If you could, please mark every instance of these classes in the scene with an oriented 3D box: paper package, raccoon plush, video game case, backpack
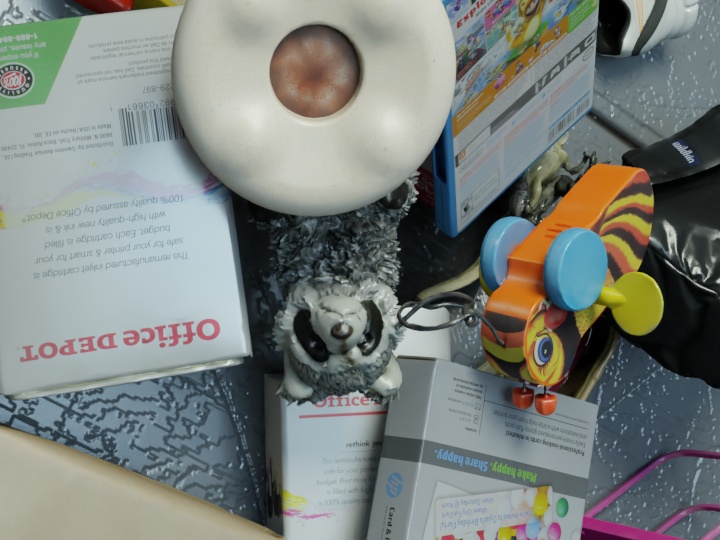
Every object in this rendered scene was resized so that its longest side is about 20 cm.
[{"bbox_3d":[-0.174,0.202,0.766,0.198,0.103,0.193,27,77,-25],"label":"paper package"},{"bbox_3d":[0.000,0.000,0.817,0.200,0.095,0.136,-33,120,-69],"label":"raccoon plush"},{"bbox_3d":[0.092,-0.126,0.795,0.143,0.018,0.201,-42,151,-22],"label":"video game case"},{"bbox_3d":[0.243,-0.024,0.941,0.166,0.127,0.200,39,46,5],"label":"backpack"}]

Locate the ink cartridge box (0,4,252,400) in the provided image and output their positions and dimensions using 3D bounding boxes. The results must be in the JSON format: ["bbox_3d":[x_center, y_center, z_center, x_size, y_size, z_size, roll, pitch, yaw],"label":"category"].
[{"bbox_3d":[-0.147,-0.038,0.774,0.143,0.087,0.203,-8,91,-9],"label":"ink cartridge box"}]

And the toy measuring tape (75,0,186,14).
[{"bbox_3d":[-0.125,-0.176,0.832,0.199,0.073,0.075,30,75,-47],"label":"toy measuring tape"}]

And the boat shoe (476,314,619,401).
[{"bbox_3d":[0.108,0.097,0.932,0.074,0.066,0.201,41,74,-22],"label":"boat shoe"}]

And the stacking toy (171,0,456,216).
[{"bbox_3d":[-0.033,-0.123,0.752,0.144,0.200,0.149,-2,107,-7],"label":"stacking toy"}]

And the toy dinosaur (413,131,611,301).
[{"bbox_3d":[0.119,-0.052,0.929,0.047,0.088,0.201,43,71,-22],"label":"toy dinosaur"}]

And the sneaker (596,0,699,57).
[{"bbox_3d":[0.176,-0.248,0.971,0.079,0.073,0.202,-32,103,-22],"label":"sneaker"}]

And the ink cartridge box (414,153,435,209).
[{"bbox_3d":[0.072,-0.151,0.849,0.085,0.201,0.148,36,69,25],"label":"ink cartridge box"}]

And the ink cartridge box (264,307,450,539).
[{"bbox_3d":[-0.001,0.125,0.864,0.113,0.068,0.204,-1,90,-14],"label":"ink cartridge box"}]

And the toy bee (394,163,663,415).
[{"bbox_3d":[0.104,0.022,0.803,0.198,0.131,0.110,-23,117,-16],"label":"toy bee"}]

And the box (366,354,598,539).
[{"bbox_3d":[0.072,0.167,0.829,0.155,0.041,0.203,19,78,-39],"label":"box"}]

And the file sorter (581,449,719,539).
[{"bbox_3d":[0.261,0.246,0.970,0.124,0.138,0.202,-29,102,-26],"label":"file sorter"}]
